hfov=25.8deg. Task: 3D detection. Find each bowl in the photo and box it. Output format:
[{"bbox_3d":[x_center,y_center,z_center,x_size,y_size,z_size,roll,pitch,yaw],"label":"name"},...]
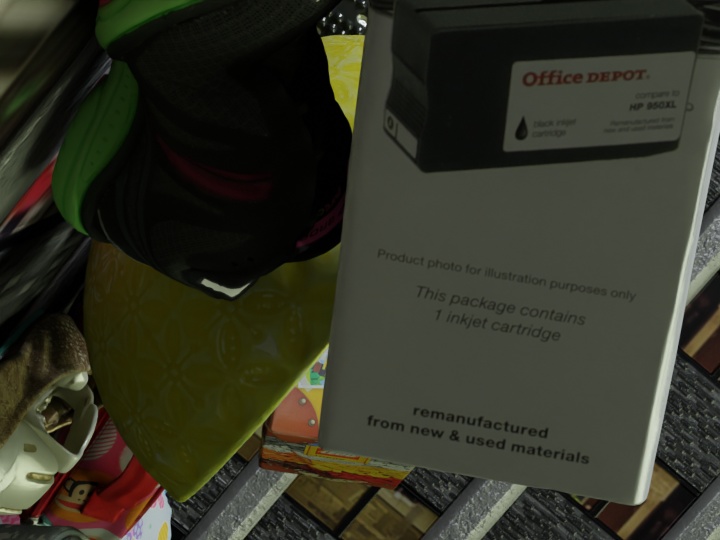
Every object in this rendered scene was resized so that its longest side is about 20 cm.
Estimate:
[{"bbox_3d":[-0.045,-0.023,0.599,0.200,0.108,0.200,-51,-177,3],"label":"bowl"}]

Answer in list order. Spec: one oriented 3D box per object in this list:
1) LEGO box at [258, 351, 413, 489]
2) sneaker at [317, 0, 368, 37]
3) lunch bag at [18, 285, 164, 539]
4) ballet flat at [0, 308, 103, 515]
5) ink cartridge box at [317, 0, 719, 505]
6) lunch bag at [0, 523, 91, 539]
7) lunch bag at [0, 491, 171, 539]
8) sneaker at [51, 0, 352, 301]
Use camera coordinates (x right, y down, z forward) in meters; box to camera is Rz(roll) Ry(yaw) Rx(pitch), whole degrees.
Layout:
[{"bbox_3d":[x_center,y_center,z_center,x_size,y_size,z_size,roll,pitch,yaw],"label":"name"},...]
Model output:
[{"bbox_3d":[0.000,0.000,0.800,0.149,0.077,0.200,110,-12,-75],"label":"LEGO box"},{"bbox_3d":[-0.050,-0.070,0.715,0.200,0.074,0.080,-45,-161,16],"label":"sneaker"},{"bbox_3d":[-0.117,0.057,0.864,0.200,0.082,0.176,-53,-159,30],"label":"lunch bag"},{"bbox_3d":[-0.156,0.070,0.703,0.071,0.065,0.200,-47,-177,20],"label":"ballet flat"},{"bbox_3d":[0.048,-0.066,0.400,0.145,0.084,0.200,-69,167,-68],"label":"ink cartridge box"},{"bbox_3d":[-0.221,0.224,0.765,0.168,0.139,0.200,-2,-138,25],"label":"lunch bag"},{"bbox_3d":[-0.230,0.200,1.120,0.200,0.127,0.170,-47,157,-14],"label":"lunch bag"},{"bbox_3d":[-0.028,-0.047,0.424,0.077,0.084,0.200,-53,-179,-23],"label":"sneaker"}]
